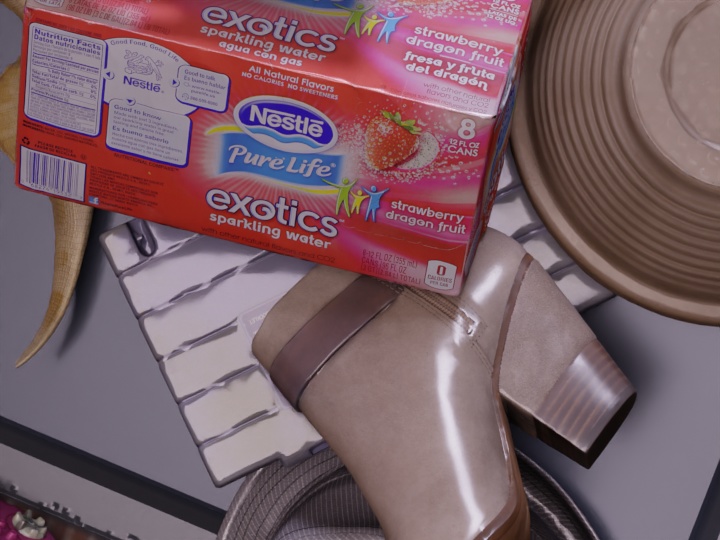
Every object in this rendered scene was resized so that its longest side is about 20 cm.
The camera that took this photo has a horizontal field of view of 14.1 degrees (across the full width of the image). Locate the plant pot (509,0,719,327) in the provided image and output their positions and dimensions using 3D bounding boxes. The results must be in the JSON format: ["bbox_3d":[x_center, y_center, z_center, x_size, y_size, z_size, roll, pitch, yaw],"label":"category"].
[{"bbox_3d":[0.159,-0.079,1.227,0.200,0.093,0.202,0,86,4],"label":"plant pot"}]

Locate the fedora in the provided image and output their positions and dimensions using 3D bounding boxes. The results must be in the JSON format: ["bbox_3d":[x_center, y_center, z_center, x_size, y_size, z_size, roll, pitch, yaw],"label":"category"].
[{"bbox_3d":[0.018,0.155,1.274,0.200,0.090,0.177,36,97,8],"label":"fedora"}]

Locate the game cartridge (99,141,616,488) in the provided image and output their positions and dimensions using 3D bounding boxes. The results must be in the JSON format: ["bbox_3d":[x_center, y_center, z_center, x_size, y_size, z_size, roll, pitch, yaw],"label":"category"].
[{"bbox_3d":[0.000,0.000,1.287,0.199,0.038,0.130,-25,91,-3],"label":"game cartridge"}]

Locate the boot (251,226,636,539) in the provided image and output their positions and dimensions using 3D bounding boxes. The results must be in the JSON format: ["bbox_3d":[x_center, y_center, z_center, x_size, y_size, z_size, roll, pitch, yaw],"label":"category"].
[{"bbox_3d":[0.014,0.068,1.218,0.146,0.070,0.200,34,66,17],"label":"boot"}]

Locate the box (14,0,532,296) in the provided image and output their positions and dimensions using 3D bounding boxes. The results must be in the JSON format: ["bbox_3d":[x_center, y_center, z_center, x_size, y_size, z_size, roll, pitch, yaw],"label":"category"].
[{"bbox_3d":[-0.036,-0.076,1.210,0.199,0.096,0.100,14,132,5],"label":"box"}]

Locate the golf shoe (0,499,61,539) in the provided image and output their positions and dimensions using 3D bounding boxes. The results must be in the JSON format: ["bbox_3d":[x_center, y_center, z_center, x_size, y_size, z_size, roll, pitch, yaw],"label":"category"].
[{"bbox_3d":[-0.216,0.133,1.338,0.199,0.075,0.092,27,111,11],"label":"golf shoe"}]

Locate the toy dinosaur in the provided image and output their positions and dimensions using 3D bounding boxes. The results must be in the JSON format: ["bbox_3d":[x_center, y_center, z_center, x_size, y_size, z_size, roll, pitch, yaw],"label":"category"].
[{"bbox_3d":[-0.125,-0.062,1.325,0.101,0.058,0.201,-9,90,25],"label":"toy dinosaur"}]
